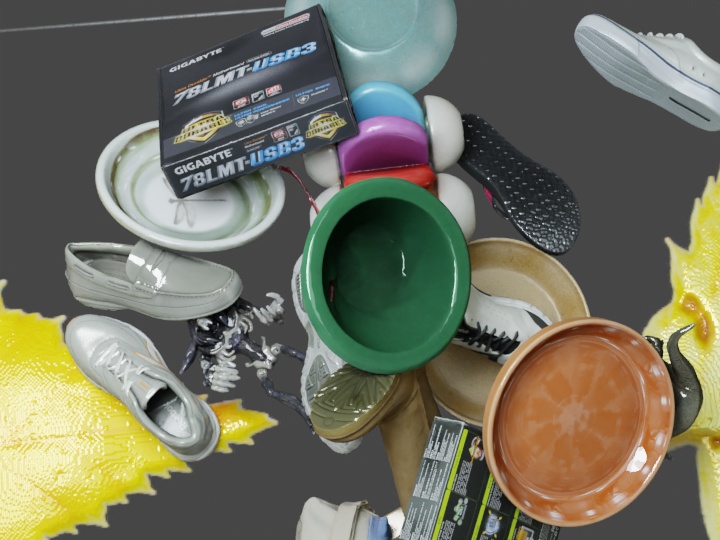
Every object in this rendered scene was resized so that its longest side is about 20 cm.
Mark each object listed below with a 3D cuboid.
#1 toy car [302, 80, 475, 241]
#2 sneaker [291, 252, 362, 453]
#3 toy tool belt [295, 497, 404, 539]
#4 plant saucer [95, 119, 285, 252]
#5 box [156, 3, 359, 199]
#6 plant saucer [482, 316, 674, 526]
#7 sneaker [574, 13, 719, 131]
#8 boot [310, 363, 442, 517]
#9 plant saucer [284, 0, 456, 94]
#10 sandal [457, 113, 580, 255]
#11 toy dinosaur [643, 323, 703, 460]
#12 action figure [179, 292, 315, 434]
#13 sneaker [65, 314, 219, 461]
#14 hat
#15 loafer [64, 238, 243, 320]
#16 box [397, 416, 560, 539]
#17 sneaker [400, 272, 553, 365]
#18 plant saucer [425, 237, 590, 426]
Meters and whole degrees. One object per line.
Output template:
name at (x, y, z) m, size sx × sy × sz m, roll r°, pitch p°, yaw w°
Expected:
toy car at (0.026, -0.105, 1.229) m, size 0.172 × 0.150 × 0.203 m, roll -7°, pitch 74°, yaw 3°
sneaker at (-0.006, 0.077, 1.173) m, size 0.098 × 0.078 × 0.203 m, roll 2°, pitch 79°, yaw -34°
toy tool belt at (-0.001, 0.322, 1.148) m, size 0.121 × 0.125 × 0.202 m, roll 3°, pitch 57°, yaw -7°
plant saucer at (-0.179, -0.079, 1.252) m, size 0.197 × 0.051 × 0.202 m, roll 8°, pitch 44°, yaw -8°
box at (-0.112, -0.179, 1.231) m, size 0.198 × 0.050 × 0.200 m, roll -19°, pitch 41°, yaw 5°
plant saucer at (0.206, 0.143, 1.133) m, size 0.198 × 0.032 × 0.203 m, roll -3°, pitch 101°, yaw -19°
sneaker at (0.332, -0.232, 1.325) m, size 0.199 × 0.073 × 0.071 m, roll 32°, pitch 68°, yaw -4°
boot at (0.036, 0.169, 1.130) m, size 0.065 × 0.202 × 0.175 m, roll 6°, pitch 36°, yaw 35°
plant saucer at (0.012, -0.289, 1.337) m, size 0.198 × 0.039 × 0.204 m, roll 0°, pitch 78°, yaw -2°
sandal at (0.167, -0.093, 1.300) m, size 0.075 × 0.045 × 0.200 m, roll -35°, pitch 66°, yaw -14°
toy dinosaur at (0.309, 0.129, 1.205) m, size 0.076 × 0.201 × 0.103 m, roll -8°, pitch 51°, yaw -39°
action figure at (-0.111, 0.079, 1.217) m, size 0.198 × 0.102 × 0.120 m, roll 29°, pitch 78°, yaw 2°
sneaker at (-0.224, 0.110, 1.209) m, size 0.199 × 0.092 × 0.076 m, roll 39°, pitch 79°, yaw 8°
hat at (0.000, 0.000, 1.144) m, size 0.164 × 0.176 × 0.203 m, roll 13°, pitch 80°, yaw -18°
loafer at (-0.215, 0.005, 1.212) m, size 0.197 × 0.070 × 0.070 m, roll 2°, pitch 41°, yaw 19°
box at (0.115, 0.267, 1.148) m, size 0.192 × 0.047 × 0.202 m, roll 28°, pitch 74°, yaw -38°
sneaker at (0.117, 0.057, 1.179) m, size 0.198 × 0.080 × 0.074 m, roll 29°, pitch 116°, yaw -11°
plant saucer at (0.145, 0.068, 1.259) m, size 0.197 × 0.035 × 0.203 m, roll 0°, pitch 76°, yaw -1°
